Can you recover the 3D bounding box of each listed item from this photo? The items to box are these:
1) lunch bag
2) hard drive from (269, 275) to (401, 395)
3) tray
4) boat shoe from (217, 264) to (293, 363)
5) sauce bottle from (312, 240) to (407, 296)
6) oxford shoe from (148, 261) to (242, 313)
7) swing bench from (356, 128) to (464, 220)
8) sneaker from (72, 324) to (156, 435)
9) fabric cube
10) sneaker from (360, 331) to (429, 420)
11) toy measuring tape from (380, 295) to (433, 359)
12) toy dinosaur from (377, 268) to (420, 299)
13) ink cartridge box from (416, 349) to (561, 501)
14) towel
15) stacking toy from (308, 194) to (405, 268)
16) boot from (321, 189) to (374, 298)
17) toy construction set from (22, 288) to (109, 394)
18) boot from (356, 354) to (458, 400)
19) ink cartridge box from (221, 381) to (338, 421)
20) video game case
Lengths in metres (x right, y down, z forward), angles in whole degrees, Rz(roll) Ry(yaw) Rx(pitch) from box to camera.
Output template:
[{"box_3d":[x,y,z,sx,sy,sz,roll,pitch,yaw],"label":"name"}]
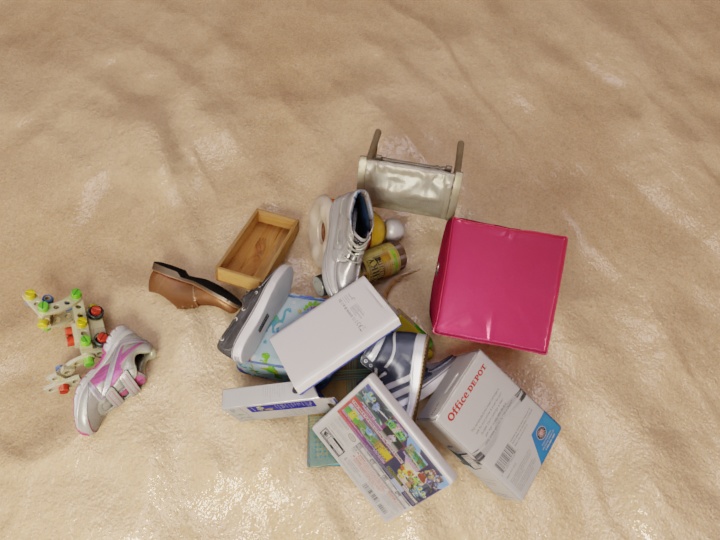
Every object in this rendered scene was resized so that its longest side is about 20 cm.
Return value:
[{"box_3d":[-0.128,0.122,1.047,0.195,0.083,0.163,7,57,11],"label":"lunch bag"},{"box_3d":[-0.045,0.104,0.953,0.198,0.026,0.132,-33,43,-8],"label":"hard drive"},{"box_3d":[-0.201,-0.043,1.132,0.097,0.038,0.202,15,42,7],"label":"tray"},{"box_3d":[-0.188,0.068,1.008,0.065,0.070,0.203,17,64,17],"label":"boat shoe"},{"box_3d":[0.000,0.000,1.107,0.197,0.065,0.065,-23,64,-28],"label":"sauce bottle"},{"box_3d":[-0.324,0.050,1.114,0.196,0.071,0.073,21,92,9],"label":"oxford shoe"},{"box_3d":[0.102,-0.185,1.148,0.194,0.132,0.201,11,31,6],"label":"swing bench"},{"box_3d":[-0.436,0.199,1.016,0.086,0.082,0.203,14,64,9],"label":"sneaker"},{"box_3d":[0.233,0.020,1.011,0.195,0.199,0.201,11,95,6],"label":"fabric cube"},{"box_3d":[0.047,0.197,0.943,0.106,0.070,0.205,11,86,12],"label":"sneaker"},{"box_3d":[0.057,0.105,1.056,0.199,0.073,0.074,42,66,-12],"label":"toy measuring tape"},{"box_3d":[0.031,0.063,1.116,0.105,0.060,0.203,29,67,-13],"label":"toy dinosaur"},{"box_3d":[0.216,0.258,0.955,0.200,0.086,0.147,42,67,-4],"label":"ink cartridge box"},{"box_3d":[-0.024,0.251,1.029,0.143,0.022,0.204,-1,61,-2],"label":"towel"},{"box_3d":[0.000,-0.081,1.161,0.196,0.147,0.149,-4,61,-24],"label":"stacking toy"},{"box_3d":[-0.020,-0.043,1.014,0.072,0.095,0.205,3,83,-25],"label":"boot"},{"box_3d":[-0.539,0.121,1.048,0.129,0.092,0.204,-8,68,-33],"label":"toy construction set"},{"box_3d":[0.092,0.185,1.018,0.198,0.073,0.091,-30,82,-23],"label":"boot"},{"box_3d":[-0.130,0.225,0.980,0.195,0.100,0.040,-6,62,6],"label":"ink cartridge box"},{"box_3d":[0.031,0.288,0.910,0.201,0.182,0.023,50,38,9],"label":"video game case"}]
